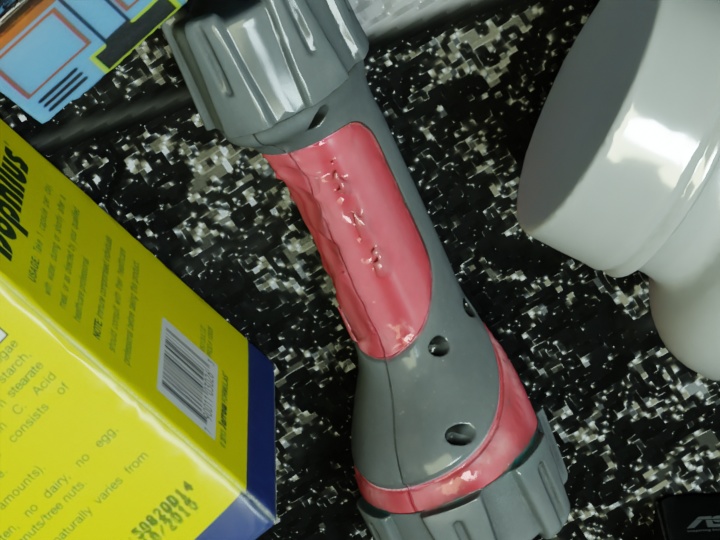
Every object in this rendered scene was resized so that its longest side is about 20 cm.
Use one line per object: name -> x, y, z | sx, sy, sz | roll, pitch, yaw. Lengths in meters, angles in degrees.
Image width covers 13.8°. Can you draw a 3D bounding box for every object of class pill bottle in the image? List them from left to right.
pill bottle -> 0.153, -0.009, 0.880 | 0.199, 0.120, 0.120 | 25, 110, -11

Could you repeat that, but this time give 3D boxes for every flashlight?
flashlight -> 0.000, 0.000, 0.904 | 0.068, 0.068, 0.201 | -32, 115, -13

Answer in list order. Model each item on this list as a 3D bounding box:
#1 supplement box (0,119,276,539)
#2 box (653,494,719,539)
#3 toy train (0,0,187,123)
supplement box -> -0.131, 0.023, 0.891 | 0.109, 0.110, 0.200 | -42, 108, 15
box -> 0.196, 0.152, 0.989 | 0.198, 0.044, 0.161 | -2, 113, 0
toy train -> -0.062, -0.137, 0.825 | 0.200, 0.114, 0.087 | -43, 65, 3
